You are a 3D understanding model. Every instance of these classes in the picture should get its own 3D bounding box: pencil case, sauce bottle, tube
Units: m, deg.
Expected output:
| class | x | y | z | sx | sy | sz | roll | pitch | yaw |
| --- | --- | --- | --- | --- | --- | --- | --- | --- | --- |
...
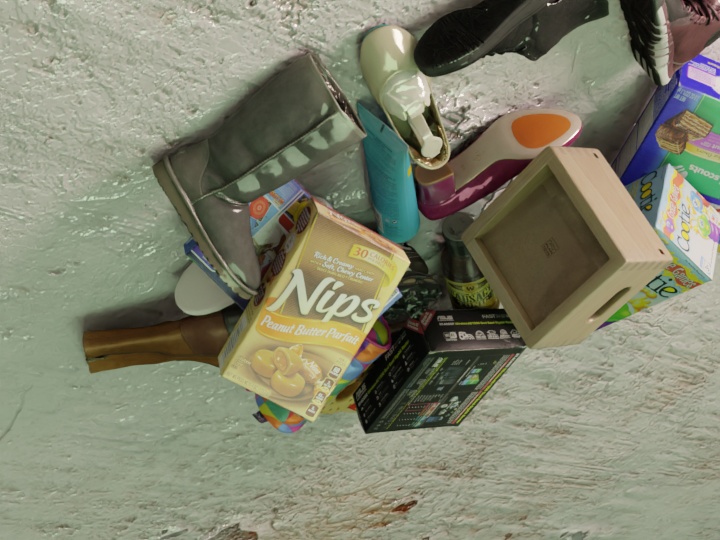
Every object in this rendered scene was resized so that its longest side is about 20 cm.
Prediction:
| class | x | y | z | sx | sy | sz | roll | pitch | yaw |
| --- | --- | --- | --- | --- | --- | --- | --- | --- | --- |
| pencil case | -0.052 | 0.121 | 1.700 | 0.200 | 0.089 | 0.088 | -42 | 145 | 23 |
| sauce bottle | 0.131 | -0.001 | 1.669 | 0.065 | 0.066 | 0.201 | -25 | 148 | 0 |
| tube | 0.031 | -0.100 | 1.457 | 0.050 | 0.077 | 0.201 | -45 | 156 | -16 |

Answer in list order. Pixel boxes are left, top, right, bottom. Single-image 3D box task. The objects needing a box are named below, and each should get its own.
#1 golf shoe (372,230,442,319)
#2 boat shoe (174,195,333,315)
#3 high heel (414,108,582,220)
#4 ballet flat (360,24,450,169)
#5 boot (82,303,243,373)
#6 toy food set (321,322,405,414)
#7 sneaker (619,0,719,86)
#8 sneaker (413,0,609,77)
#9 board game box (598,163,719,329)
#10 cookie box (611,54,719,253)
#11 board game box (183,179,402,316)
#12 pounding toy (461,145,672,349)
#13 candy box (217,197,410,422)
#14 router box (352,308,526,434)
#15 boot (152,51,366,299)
| class | x | y | z | sx | sy | sz | roll | pitch | yaw |
| --- | --- | --- | --- | --- | --- | --- | --- | --- | --- |
| golf shoe | 0.000 | 0.000 | 1.550 | 0.199 | 0.095 | 0.078 | 9 | 141 | -45 |
| boat shoe | -0.109 | -0.009 | 1.494 | 0.199 | 0.072 | 0.069 | -37 | 148 | 2 |
| high heel | 0.154 | -0.114 | 1.522 | 0.198 | 0.068 | 0.096 | -26 | 153 | -3 |
| ballet flat | 0.052 | -0.167 | 1.372 | 0.069 | 0.070 | 0.200 | -27 | 148 | 2 |
| boot | -0.215 | 0.100 | 1.572 | 0.197 | 0.069 | 0.189 | -13 | 164 | -6 |
| toy food set | 0.037 | 0.136 | 1.816 | 0.197 | 0.049 | 0.200 | -36 | 146 | 15 |
| sneaker | 0.335 | -0.279 | 1.415 | 0.115 | 0.076 | 0.200 | -33 | 158 | 2 |
| sneaker | 0.150 | -0.235 | 1.342 | 0.199 | 0.060 | 0.104 | -38 | 146 | 0 |
| board game box | 0.309 | -0.020 | 1.598 | 0.103 | 0.106 | 0.199 | 39 | 138 | -21 |
| cookie box | 0.402 | -0.133 | 1.581 | 0.169 | 0.076 | 0.201 | 21 | 136 | -2 |
| board game box | -0.070 | 0.000 | 1.434 | 0.135 | 0.035 | 0.200 | -42 | 111 | 5 |
| pounding toy | 0.217 | -0.023 | 1.518 | 0.141 | 0.185 | 0.200 | -2 | 144 | -48 |
| candy box | -0.050 | 0.042 | 1.403 | 0.115 | 0.055 | 0.201 | 27 | 103 | -18 |
| router box | 0.098 | 0.127 | 1.724 | 0.148 | 0.063 | 0.201 | 0 | 144 | -30 |
| boot | -0.081 | -0.090 | 1.337 | 0.199 | 0.073 | 0.183 | -31 | 113 | 3 |
